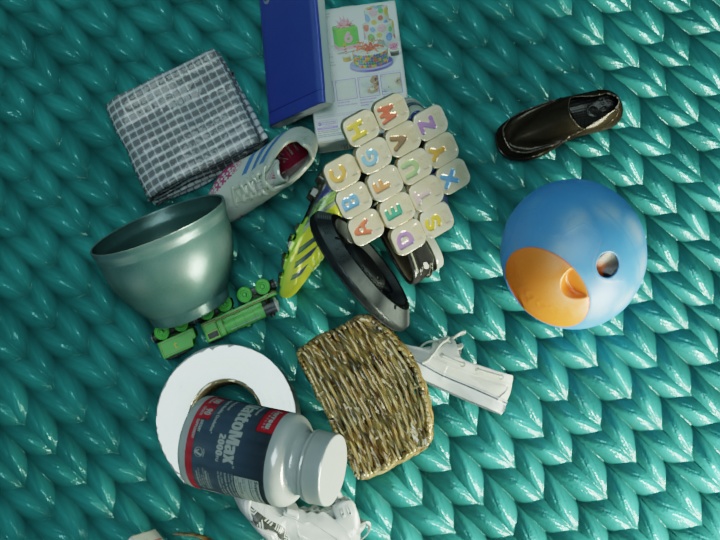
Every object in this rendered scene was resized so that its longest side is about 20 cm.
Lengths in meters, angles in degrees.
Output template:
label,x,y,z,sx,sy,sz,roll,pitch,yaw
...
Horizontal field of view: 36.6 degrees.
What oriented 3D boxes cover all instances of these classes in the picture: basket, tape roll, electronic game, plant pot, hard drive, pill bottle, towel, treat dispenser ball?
label,x,y,z,sx,sy,sz,roll,pitch,yaw
basket,0.019,0.166,1.478,0.141,0.149,0.202,-28,80,1
tape roll,-0.184,0.209,1.523,0.198,0.071,0.207,0,80,2
electronic game,0.000,0.000,1.481,0.041,0.200,0.201,-38,81,12
plant pot,-0.259,-0.004,1.517,0.197,0.201,0.136,-20,107,-1
hard drive,-0.096,-0.325,1.588,0.025,0.131,0.204,2,80,-41
pill bottle,-0.123,0.236,1.395,0.196,0.119,0.122,8,80,21
towel,-0.253,-0.212,1.591,0.198,0.086,0.168,-28,81,-3
treat dispenser ball,0.289,-0.022,1.478,0.197,0.201,0.205,0,80,2

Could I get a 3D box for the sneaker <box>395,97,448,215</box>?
label,x,y,z,sx,sy,sz,roll,pitch,yaw
sneaker,0.083,-0.140,1.535,0.074,0.088,0.203,-18,107,-6

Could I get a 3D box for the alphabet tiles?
label,x,y,z,sx,sy,sz,roll,pitch,yaw
alphabet tiles,0.052,-0.129,1.466,0.194,0.015,0.203,-29,104,-16

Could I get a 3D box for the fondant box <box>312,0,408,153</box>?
label,x,y,z,sx,sy,sz,roll,pitch,yaw
fondant box,-0.006,-0.286,1.608,0.141,0.058,0.204,-7,81,1

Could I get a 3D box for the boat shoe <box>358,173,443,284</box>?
label,x,y,z,sx,sy,sz,roll,pitch,yaw
boat shoe,0.041,-0.074,1.549,0.060,0.074,0.202,-34,96,-25

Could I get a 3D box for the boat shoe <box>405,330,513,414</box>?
label,x,y,z,sx,sy,sz,roll,pitch,yaw
boat shoe,0.123,0.123,1.524,0.199,0.075,0.087,23,82,4

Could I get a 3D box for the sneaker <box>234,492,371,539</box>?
label,x,y,z,sx,sy,sz,roll,pitch,yaw
sneaker,-0.076,0.332,1.480,0.200,0.075,0.115,46,78,-16

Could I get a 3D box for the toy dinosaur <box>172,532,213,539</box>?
label,x,y,z,sx,sy,sz,roll,pitch,yaw
toy dinosaur,-0.170,0.411,1.485,0.105,0.061,0.201,0,38,-35

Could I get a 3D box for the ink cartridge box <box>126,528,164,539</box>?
label,x,y,z,sx,sy,sz,roll,pitch,yaw
ink cartridge box,-0.277,0.469,1.444,0.145,0.145,0.200,-44,82,-6

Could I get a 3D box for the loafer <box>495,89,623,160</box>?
label,x,y,z,sx,sy,sz,roll,pitch,yaw
loafer,0.289,-0.222,1.577,0.197,0.071,0.074,-22,80,-2

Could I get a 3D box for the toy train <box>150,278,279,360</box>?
label,x,y,z,sx,sy,sz,roll,pitch,yaw
toy train,-0.205,0.071,1.565,0.197,0.042,0.057,-24,90,-2

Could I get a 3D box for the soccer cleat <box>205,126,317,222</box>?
label,x,y,z,sx,sy,sz,roll,pitch,yaw
soccer cleat,-0.144,-0.132,1.551,0.199,0.087,0.070,-39,114,10

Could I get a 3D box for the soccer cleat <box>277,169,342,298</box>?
label,x,y,z,sx,sy,sz,roll,pitch,yaw
soccer cleat,-0.058,-0.048,1.567,0.083,0.065,0.203,25,84,-8
